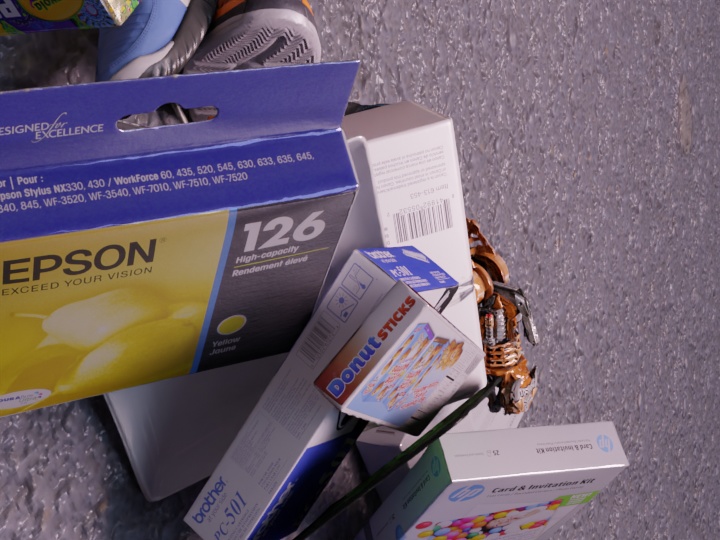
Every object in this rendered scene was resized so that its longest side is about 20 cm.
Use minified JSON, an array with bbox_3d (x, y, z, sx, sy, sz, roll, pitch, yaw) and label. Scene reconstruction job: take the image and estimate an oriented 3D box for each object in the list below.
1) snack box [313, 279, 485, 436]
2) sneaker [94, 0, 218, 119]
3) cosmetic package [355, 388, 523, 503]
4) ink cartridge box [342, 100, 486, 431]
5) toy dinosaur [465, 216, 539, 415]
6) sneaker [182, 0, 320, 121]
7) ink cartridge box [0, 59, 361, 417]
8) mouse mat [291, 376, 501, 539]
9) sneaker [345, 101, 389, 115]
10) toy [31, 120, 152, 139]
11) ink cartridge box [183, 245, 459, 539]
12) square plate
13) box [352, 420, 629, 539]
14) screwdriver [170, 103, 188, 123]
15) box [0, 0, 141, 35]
[{"bbox_3d":[0.029,0.057,0.725,0.072,0.024,0.200,-49,162,1],"label":"snack box"},{"bbox_3d":[-0.120,-0.170,0.692,0.077,0.075,0.203,32,50,-30],"label":"sneaker"},{"bbox_3d":[0.078,0.132,1.097,0.201,0.051,0.152,-55,135,-39],"label":"cosmetic package"},{"bbox_3d":[0.000,0.000,0.872,0.142,0.084,0.203,-15,111,-15],"label":"ink cartridge box"},{"bbox_3d":[0.081,0.016,0.993,0.101,0.135,0.204,1,82,-42],"label":"toy dinosaur"},{"bbox_3d":[-0.071,-0.161,0.750,0.076,0.200,0.114,4,82,-16],"label":"sneaker"},{"bbox_3d":[-0.102,-0.011,0.630,0.195,0.047,0.201,-10,147,-25],"label":"ink cartridge box"},{"bbox_3d":[0.019,0.126,0.799,0.008,0.160,0.200,53,11,8],"label":"mouse mat"},{"bbox_3d":[0.010,-0.026,0.946,0.073,0.081,0.204,-8,100,-59],"label":"sneaker"},{"bbox_3d":[-0.140,-0.061,0.681,0.199,0.114,0.048,-5,109,-57],"label":"toy"},{"bbox_3d":[-0.023,0.079,0.755,0.201,0.044,0.094,-57,162,15],"label":"ink cartridge box"},{"bbox_3d":[-0.071,0.030,0.767,0.198,0.028,0.200,-25,131,-14],"label":"square plate"},{"bbox_3d":[0.091,0.184,0.954,0.153,0.201,0.042,0,54,-26],"label":"box"},{"bbox_3d":[-0.134,-0.147,0.761,0.029,0.027,0.202,-94,165,-50],"label":"screwdriver"},{"bbox_3d":[-0.158,-0.210,0.555,0.194,0.197,0.123,-60,139,-34],"label":"box"}]
